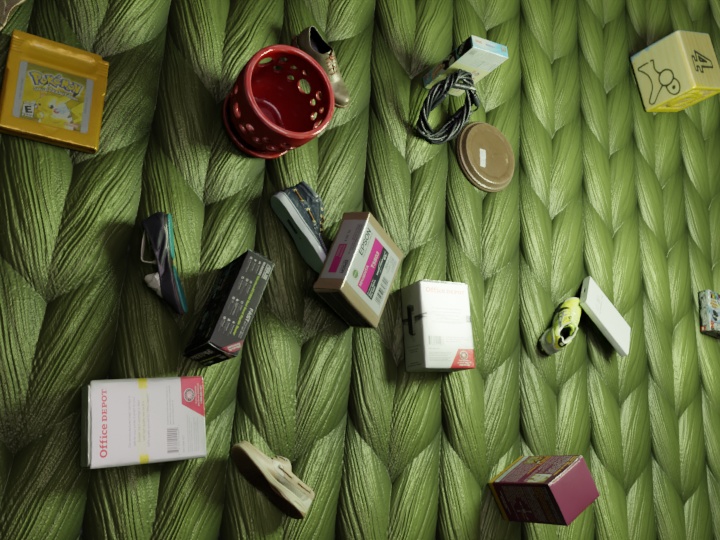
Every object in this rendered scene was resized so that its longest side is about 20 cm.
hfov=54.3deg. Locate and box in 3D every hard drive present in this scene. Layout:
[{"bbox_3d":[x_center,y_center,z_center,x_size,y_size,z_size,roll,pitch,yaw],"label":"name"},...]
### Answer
[{"bbox_3d":[0.681,0.126,1.950,0.200,0.026,0.132,50,37,-12],"label":"hard drive"}]

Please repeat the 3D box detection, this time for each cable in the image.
[{"bbox_3d":[0.222,-0.410,1.767,0.200,0.051,0.163,-37,141,-16],"label":"cable"}]

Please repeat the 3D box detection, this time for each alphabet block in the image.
[{"bbox_3d":[1.047,-0.653,2.322,0.196,0.195,0.201,-9,82,-32],"label":"alphabet block"}]

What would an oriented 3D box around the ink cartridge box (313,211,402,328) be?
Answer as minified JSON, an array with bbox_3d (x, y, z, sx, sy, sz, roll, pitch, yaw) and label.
[{"bbox_3d":[0.000,0.000,1.515,0.165,0.075,0.200,48,54,-44],"label":"ink cartridge box"}]

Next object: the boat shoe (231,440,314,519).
[{"bbox_3d":[-0.165,0.389,1.344,0.200,0.072,0.065,49,49,-15],"label":"boat shoe"}]

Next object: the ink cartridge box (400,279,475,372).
[{"bbox_3d":[0.178,0.130,1.620,0.144,0.084,0.201,5,75,-30],"label":"ink cartridge box"}]

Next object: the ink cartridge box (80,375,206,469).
[{"bbox_3d":[-0.381,0.264,1.230,0.199,0.083,0.146,3,75,-32],"label":"ink cartridge box"}]

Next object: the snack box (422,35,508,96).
[{"bbox_3d":[0.263,-0.514,1.781,0.116,0.200,0.037,5,71,-32],"label":"snack box"}]

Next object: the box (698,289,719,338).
[{"bbox_3d":[1.172,0.153,2.270,0.200,0.040,0.137,18,67,-27],"label":"box"}]

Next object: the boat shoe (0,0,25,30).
[{"bbox_3d":[-0.672,-0.477,1.272,0.200,0.063,0.073,-55,133,-28],"label":"boat shoe"}]

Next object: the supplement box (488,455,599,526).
[{"bbox_3d":[0.414,0.497,1.598,0.131,0.200,0.103,-24,90,-34],"label":"supplement box"}]

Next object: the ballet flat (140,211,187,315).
[{"bbox_3d":[-0.376,-0.010,1.326,0.073,0.073,0.201,-9,88,-34],"label":"ballet flat"}]

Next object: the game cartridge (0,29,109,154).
[{"bbox_3d":[-0.569,-0.331,1.307,0.176,0.032,0.201,10,73,-30],"label":"game cartridge"}]

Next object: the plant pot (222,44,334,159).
[{"bbox_3d":[-0.181,-0.337,1.462,0.200,0.182,0.201,10,71,-30],"label":"plant pot"}]

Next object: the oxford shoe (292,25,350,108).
[{"bbox_3d":[-0.082,-0.469,1.626,0.070,0.075,0.200,-43,101,-34],"label":"oxford shoe"}]

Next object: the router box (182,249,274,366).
[{"bbox_3d":[-0.249,0.074,1.326,0.062,0.150,0.200,30,63,-22],"label":"router box"}]

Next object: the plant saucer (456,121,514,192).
[{"bbox_3d":[0.341,-0.307,1.879,0.200,0.029,0.201,9,73,-30],"label":"plant saucer"}]

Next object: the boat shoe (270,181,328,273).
[{"bbox_3d":[-0.103,-0.096,1.511,0.091,0.071,0.201,-34,94,-31],"label":"boat shoe"}]

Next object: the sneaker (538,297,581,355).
[{"bbox_3d":[0.549,0.146,1.855,0.075,0.076,0.200,45,56,-12],"label":"sneaker"}]
